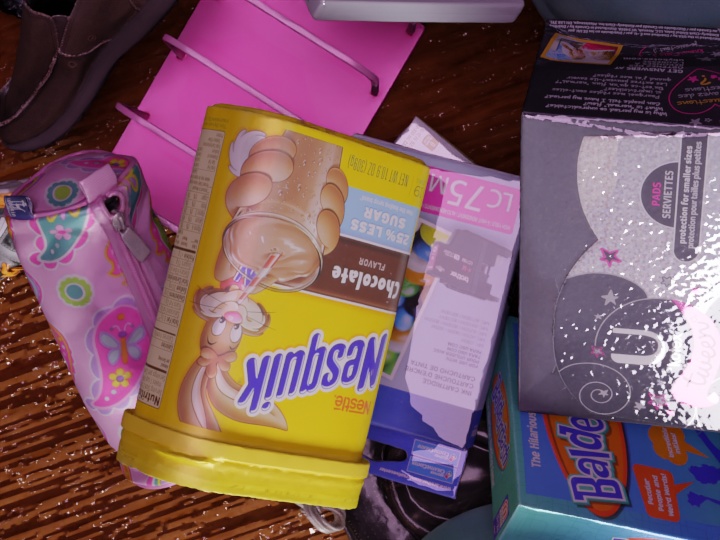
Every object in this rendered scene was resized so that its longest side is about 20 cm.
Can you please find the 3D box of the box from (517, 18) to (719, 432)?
[{"bbox_3d":[0.158,-0.023,0.898,0.131,0.115,0.202,5,126,12],"label":"box"}]

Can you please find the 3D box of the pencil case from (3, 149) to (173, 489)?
[{"bbox_3d":[-0.136,0.027,0.935,0.087,0.088,0.202,-18,114,2],"label":"pencil case"}]

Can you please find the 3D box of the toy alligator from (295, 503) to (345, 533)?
[{"bbox_3d":[-0.098,0.115,1.046,0.200,0.059,0.054,41,134,0],"label":"toy alligator"}]

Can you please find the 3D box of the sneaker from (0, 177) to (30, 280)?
[{"bbox_3d":[-0.245,-0.017,1.033,0.198,0.078,0.078,-6,95,19],"label":"sneaker"}]

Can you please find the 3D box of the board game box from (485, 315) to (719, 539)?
[{"bbox_3d":[0.176,0.114,0.971,0.198,0.153,0.045,12,132,-11],"label":"board game box"}]

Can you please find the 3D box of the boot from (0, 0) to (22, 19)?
[{"bbox_3d":[-0.249,-0.272,1.030,0.199,0.076,0.169,32,88,-5],"label":"boot"}]

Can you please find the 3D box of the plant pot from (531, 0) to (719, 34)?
[{"bbox_3d":[0.186,-0.215,0.906,0.198,0.134,0.203,0,89,4],"label":"plant pot"}]

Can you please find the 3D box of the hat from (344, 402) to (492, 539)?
[{"bbox_3d":[0.073,0.123,1.023,0.198,0.081,0.203,0,90,2],"label":"hat"}]

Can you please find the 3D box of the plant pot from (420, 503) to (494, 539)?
[{"bbox_3d":[0.103,0.265,0.946,0.198,0.161,0.203,4,118,7],"label":"plant pot"}]

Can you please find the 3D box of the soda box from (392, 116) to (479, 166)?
[{"bbox_3d":[0.000,0.000,1.033,0.068,0.064,0.201,38,91,1],"label":"soda box"}]

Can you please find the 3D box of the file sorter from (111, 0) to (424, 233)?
[{"bbox_3d":[-0.067,-0.109,1.003,0.138,0.125,0.201,31,91,1],"label":"file sorter"}]

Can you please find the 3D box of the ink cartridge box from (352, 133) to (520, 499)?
[{"bbox_3d":[0.028,0.029,0.975,0.118,0.042,0.202,15,93,10],"label":"ink cartridge box"}]

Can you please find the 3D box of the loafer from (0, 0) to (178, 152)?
[{"bbox_3d":[-0.182,-0.155,0.998,0.071,0.073,0.200,29,126,-27],"label":"loafer"}]

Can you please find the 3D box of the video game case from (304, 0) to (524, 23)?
[{"bbox_3d":[0.002,-0.230,0.972,0.142,0.018,0.201,-4,56,-31],"label":"video game case"}]

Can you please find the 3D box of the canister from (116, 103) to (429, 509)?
[{"bbox_3d":[-0.045,0.021,0.896,0.148,0.086,0.202,14,90,-40],"label":"canister"}]
